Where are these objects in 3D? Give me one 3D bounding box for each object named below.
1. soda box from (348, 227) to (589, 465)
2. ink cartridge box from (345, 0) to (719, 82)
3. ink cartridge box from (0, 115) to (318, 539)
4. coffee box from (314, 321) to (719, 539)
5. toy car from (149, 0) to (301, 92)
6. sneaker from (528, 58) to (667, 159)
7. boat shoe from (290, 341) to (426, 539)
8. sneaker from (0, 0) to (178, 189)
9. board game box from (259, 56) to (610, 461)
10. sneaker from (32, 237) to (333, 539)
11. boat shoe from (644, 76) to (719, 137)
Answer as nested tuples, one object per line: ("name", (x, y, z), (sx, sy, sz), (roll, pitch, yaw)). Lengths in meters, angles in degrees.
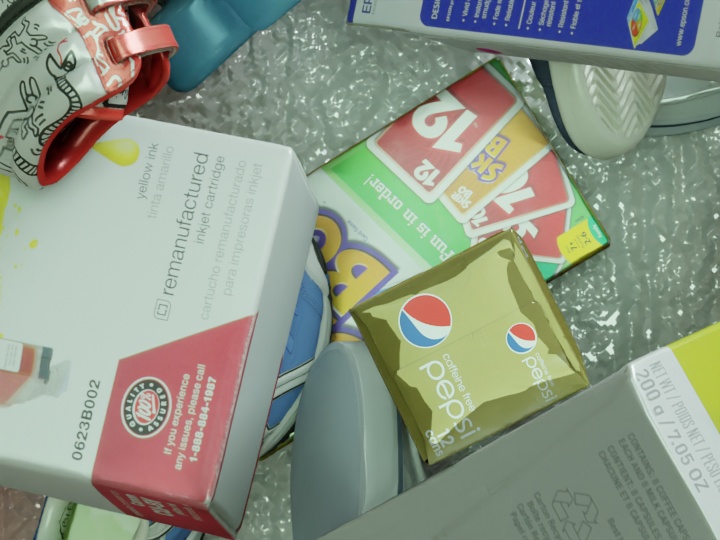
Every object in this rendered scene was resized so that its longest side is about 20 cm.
("soda box", (0.045, 0.025, 0.962), (0.067, 0.200, 0.064), (-27, 90, 4))
("ink cartridge box", (0.090, -0.128, 0.965), (0.199, 0.037, 0.095), (11, 87, 33))
("ink cartridge box", (-0.132, 0.011, 0.978), (0.199, 0.083, 0.146), (11, 78, 9))
("coffee box", (0.135, 0.135, 0.928), (0.200, 0.197, 0.200), (-35, 79, 42))
("toy car", (-0.053, -0.216, 1.055), (0.185, 0.177, 0.200), (49, 63, -7))
("sneaker", (0.070, -0.135, 1.050), (0.084, 0.075, 0.201), (-22, 69, 38))
("boat shoe", (0.014, 0.127, 1.035), (0.065, 0.073, 0.201), (-5, 99, -28))
("sneaker", (-0.099, -0.128, 0.914), (0.108, 0.067, 0.202), (37, 104, 12))
("board game box", (0.000, 0.000, 1.080), (0.199, 0.030, 0.096), (-32, 85, 5))
("sneaker", (-0.076, 0.066, 1.036), (0.075, 0.077, 0.201), (29, 99, 14))
("boat shoe", (0.185, -0.124, 1.047), (0.199, 0.067, 0.074), (-31, 84, 3))
